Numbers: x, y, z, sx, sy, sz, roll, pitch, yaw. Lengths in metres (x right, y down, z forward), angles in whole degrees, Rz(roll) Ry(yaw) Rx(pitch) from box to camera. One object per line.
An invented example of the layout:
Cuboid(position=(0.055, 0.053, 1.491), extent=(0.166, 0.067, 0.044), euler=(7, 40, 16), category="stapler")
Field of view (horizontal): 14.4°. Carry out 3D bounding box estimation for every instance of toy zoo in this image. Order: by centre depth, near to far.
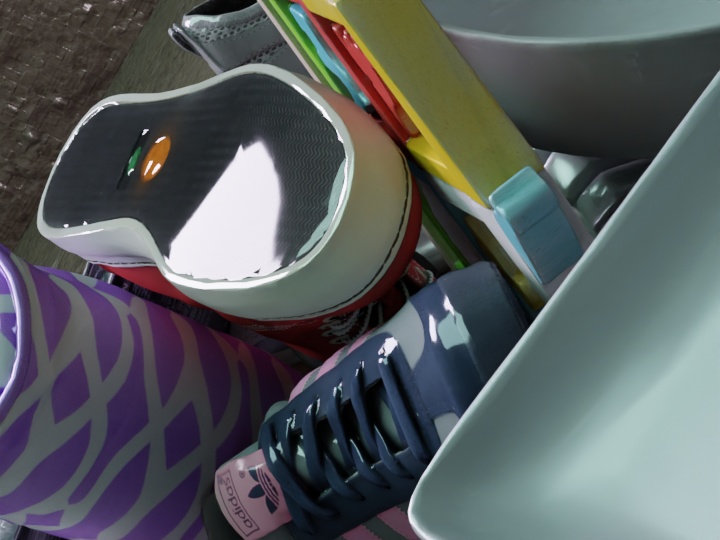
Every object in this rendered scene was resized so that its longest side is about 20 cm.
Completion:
Cuboid(position=(0.024, -0.035, 0.806), extent=(0.020, 0.131, 0.200), euler=(-37, 14, -4), category="toy zoo")

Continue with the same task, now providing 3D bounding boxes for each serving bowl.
Cuboid(position=(0.102, -0.086, 0.885), extent=(0.200, 0.199, 0.066), euler=(-84, -16, -61), category="serving bowl")

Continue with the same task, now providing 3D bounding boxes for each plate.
Cuboid(position=(0.128, 0.014, 0.593), extent=(0.200, 0.032, 0.200), euler=(-53, 39, -7), category="plate")

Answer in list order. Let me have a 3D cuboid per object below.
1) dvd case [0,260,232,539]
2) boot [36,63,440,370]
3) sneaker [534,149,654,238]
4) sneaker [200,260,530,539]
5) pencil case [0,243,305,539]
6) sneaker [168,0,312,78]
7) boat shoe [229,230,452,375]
Cuboid(position=(-0.065, 0.054, 1.049), extent=(0.200, 0.016, 0.149), euler=(41, -114, -63), category="dvd case")
Cuboid(position=(0.000, 0.000, 0.882), extent=(0.200, 0.144, 0.073), euler=(9, 72, 64), category="boot")
Cuboid(position=(0.102, 0.015, 0.884), extent=(0.200, 0.077, 0.092), euler=(-109, 7, -56), category="sneaker")
Cuboid(position=(0.003, 0.055, 0.815), extent=(0.200, 0.082, 0.070), euler=(115, 136, -70), category="sneaker")
Cuboid(position=(-0.073, 0.051, 0.917), extent=(0.085, 0.200, 0.084), euler=(29, 90, 42), category="pencil case")
Cuboid(position=(0.006, -0.143, 1.044), extent=(0.200, 0.082, 0.075), euler=(-59, 21, 0), category="sneaker")
Cuboid(position=(0.052, -0.001, 1.025), extent=(0.199, 0.072, 0.076), euler=(-25, 24, 17), category="boat shoe")
